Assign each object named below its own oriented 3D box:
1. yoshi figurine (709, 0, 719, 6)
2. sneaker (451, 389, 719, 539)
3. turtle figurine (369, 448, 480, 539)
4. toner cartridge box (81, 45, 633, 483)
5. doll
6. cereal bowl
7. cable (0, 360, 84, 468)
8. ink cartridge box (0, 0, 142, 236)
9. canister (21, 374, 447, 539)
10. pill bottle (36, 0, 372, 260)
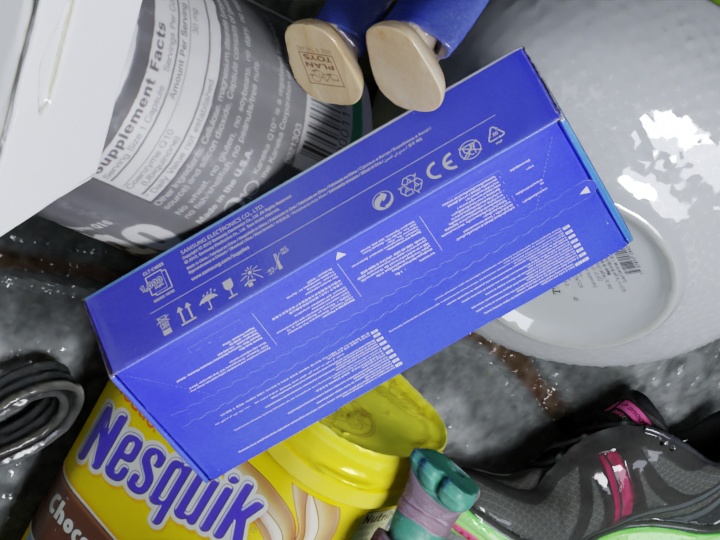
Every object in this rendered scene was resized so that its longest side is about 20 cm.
[{"bbox_3d":[0.143,-0.076,1.350,0.111,0.113,0.200,5,149,11],"label":"yoshi figurine"},{"bbox_3d":[0.115,0.100,1.478,0.199,0.077,0.084,-3,108,-36],"label":"sneaker"},{"bbox_3d":[-0.003,0.177,1.218,0.149,0.101,0.200,37,97,-23],"label":"turtle figurine"},{"bbox_3d":[0.000,0.000,1.165,0.199,0.043,0.095,-29,143,5],"label":"toner cartridge box"},{"bbox_3d":[0.041,-0.148,1.182,0.200,0.136,0.049,-55,135,-32],"label":"doll"},{"bbox_3d":[0.094,-0.028,1.268,0.199,0.084,0.201,9,136,8],"label":"cereal bowl"},{"bbox_3d":[-0.207,0.102,1.264,0.199,0.050,0.098,-14,133,-24],"label":"cable"},{"bbox_3d":[-0.172,-0.120,0.998,0.084,0.199,0.145,-35,149,-55],"label":"ink cartridge box"},{"bbox_3d":[-0.068,0.111,1.295,0.086,0.148,0.201,-3,129,-53],"label":"canister"},{"bbox_3d":[-0.099,-0.071,1.156,0.199,0.113,0.113,24,109,-43],"label":"pill bottle"}]
